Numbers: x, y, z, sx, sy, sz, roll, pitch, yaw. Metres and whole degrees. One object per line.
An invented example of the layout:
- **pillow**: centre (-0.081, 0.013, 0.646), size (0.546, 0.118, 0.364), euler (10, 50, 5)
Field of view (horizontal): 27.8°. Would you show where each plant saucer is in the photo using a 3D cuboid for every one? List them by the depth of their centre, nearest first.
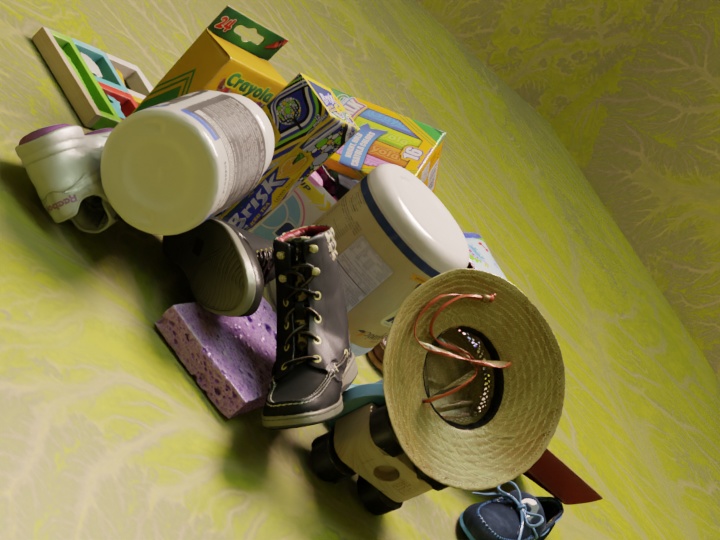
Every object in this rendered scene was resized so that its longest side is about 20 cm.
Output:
- **plant saucer**: centre (0.169, 0.197, 1.723), size (0.200, 0.037, 0.200), euler (42, -4, -23)

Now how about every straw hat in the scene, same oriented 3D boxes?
- **straw hat**: centre (0.087, 0.098, 1.345), size (0.201, 0.201, 0.085), euler (43, -18, -19)

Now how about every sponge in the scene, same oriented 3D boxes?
- **sponge**: centre (-0.111, 0.076, 1.382), size (0.112, 0.030, 0.200), euler (52, 16, 9)

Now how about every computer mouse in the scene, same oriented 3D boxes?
- **computer mouse**: centre (-0.027, -0.113, 1.608), size (0.200, 0.034, 0.059), euler (48, 18, -3)

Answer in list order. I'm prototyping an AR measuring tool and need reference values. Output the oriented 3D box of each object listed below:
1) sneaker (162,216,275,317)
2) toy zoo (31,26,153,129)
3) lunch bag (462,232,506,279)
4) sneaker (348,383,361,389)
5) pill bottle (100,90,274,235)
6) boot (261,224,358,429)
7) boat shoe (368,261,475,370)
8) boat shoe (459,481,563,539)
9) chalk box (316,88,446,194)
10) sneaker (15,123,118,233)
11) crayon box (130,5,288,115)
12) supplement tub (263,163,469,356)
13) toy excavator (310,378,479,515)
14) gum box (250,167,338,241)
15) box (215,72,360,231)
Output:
- **sneaker**: centre (-0.108, -0.004, 1.383), size (0.106, 0.075, 0.200), euler (18, 14, -30)
- **toy zoo**: centre (-0.263, -0.189, 1.597), size (0.131, 0.020, 0.200), euler (57, 18, 23)
- **lunch bag**: centre (0.119, 0.044, 1.900), size (0.200, 0.127, 0.170), euler (-4, 56, -52)
- **sneaker**: centre (0.038, 0.138, 1.534), size (0.074, 0.082, 0.200), euler (56, 18, 25)
- **pill bottle**: centre (-0.152, -0.106, 1.347), size (0.114, 0.114, 0.200), euler (49, 19, -1)
- **boot**: centre (-0.055, 0.049, 1.315), size (0.204, 0.073, 0.154), euler (-51, 133, -73)
- **boat shoe**: centre (0.076, 0.048, 1.741), size (0.070, 0.070, 0.200), euler (40, 41, 1)
- **boat shoe**: centre (0.168, 0.267, 1.603), size (0.084, 0.069, 0.200), euler (53, 17, 14)
- **chalk box**: centre (-0.019, -0.119, 1.715), size (0.199, 0.125, 0.124), euler (21, 46, 12)
- **sneaker**: centre (-0.248, -0.080, 1.342), size (0.100, 0.075, 0.200), euler (70, 18, 3)
- **crayon box**: centre (-0.158, -0.169, 1.497), size (0.051, 0.200, 0.127), euler (50, 16, 24)
- **supplement tub**: centre (0.000, 0.000, 1.530), size (0.144, 0.200, 0.145), euler (42, 20, -20)
- **toy excavator**: centre (0.056, 0.143, 1.434), size (0.194, 0.100, 0.200), euler (40, 38, -29)
- **gum box**: centre (-0.092, -0.079, 1.625), size (0.200, 0.113, 0.066), euler (46, 17, -11)
- **box**: centre (-0.102, -0.110, 1.516), size (0.064, 0.200, 0.070), euler (55, 17, 22)
